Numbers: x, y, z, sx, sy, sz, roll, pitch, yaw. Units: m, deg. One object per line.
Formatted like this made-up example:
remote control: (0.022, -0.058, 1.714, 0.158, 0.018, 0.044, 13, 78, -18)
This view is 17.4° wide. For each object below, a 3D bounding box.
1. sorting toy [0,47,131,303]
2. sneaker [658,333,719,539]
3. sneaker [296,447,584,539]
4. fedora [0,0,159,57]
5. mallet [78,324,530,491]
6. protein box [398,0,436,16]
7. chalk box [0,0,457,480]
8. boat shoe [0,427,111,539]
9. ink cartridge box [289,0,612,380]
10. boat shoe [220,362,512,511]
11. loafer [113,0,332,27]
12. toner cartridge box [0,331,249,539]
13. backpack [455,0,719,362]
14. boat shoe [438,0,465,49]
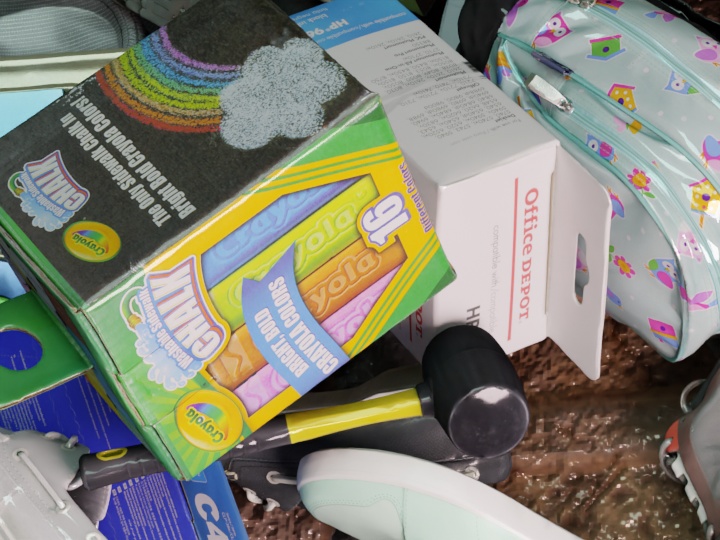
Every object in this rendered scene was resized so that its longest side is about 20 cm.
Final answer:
sorting toy: (-0.134, -0.023, 1.196, 0.199, 0.036, 0.186, -3, 81, -3)
sneaker: (0.178, 0.101, 1.086, 0.082, 0.077, 0.200, -6, 47, 27)
sneaker: (0.044, 0.162, 1.047, 0.200, 0.074, 0.118, 25, 71, 10)
fedora: (-0.185, -0.095, 1.286, 0.199, 0.090, 0.177, -6, 56, 11)
mallet: (-0.026, 0.064, 1.050, 0.199, 0.041, 0.066, -8, 26, 2)
protein box: (-0.003, -0.286, 1.276, 0.198, 0.135, 0.200, 25, 53, -8)
chalk box: (-0.083, -0.006, 1.013, 0.200, 0.124, 0.125, -36, 46, -10)
boat shoe: (-0.142, 0.110, 1.059, 0.068, 0.072, 0.200, -35, 51, -7)
ink cartridge box: (0.033, -0.033, 1.110, 0.068, 0.116, 0.200, -21, 42, -23)
boat shoe: (-0.026, 0.089, 1.138, 0.199, 0.076, 0.061, -9, 99, 20)
loafer: (-0.055, -0.144, 1.242, 0.199, 0.072, 0.063, 20, 15, -12)
toner cartridge box: (-0.112, 0.104, 1.102, 0.095, 0.043, 0.201, -31, 67, 25)
backpack: (0.136, -0.052, 1.122, 0.126, 0.167, 0.200, -40, 52, -14)
boat shoe: (0.086, -0.137, 1.257, 0.062, 0.072, 0.201, 3, 55, 19)
